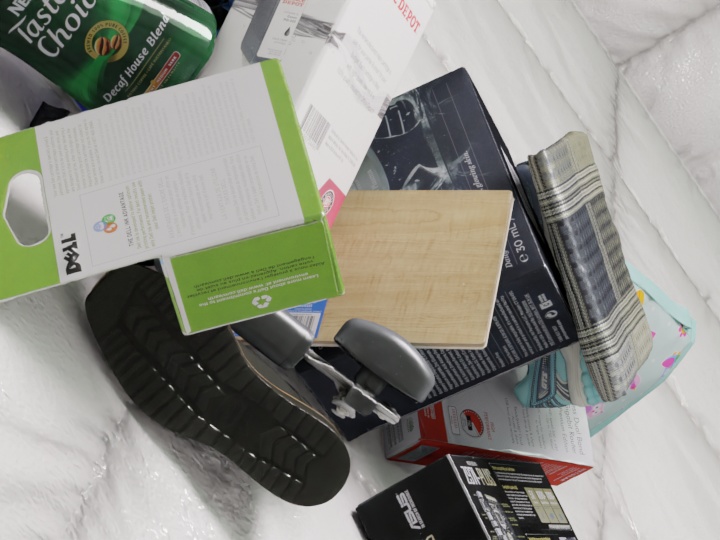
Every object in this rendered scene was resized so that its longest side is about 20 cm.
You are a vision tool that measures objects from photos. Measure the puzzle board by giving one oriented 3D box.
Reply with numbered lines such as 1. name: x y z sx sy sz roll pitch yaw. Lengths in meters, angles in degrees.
1. puzzle board: 0.000 0.000 1.517 0.017 0.200 0.151 76 20 -43

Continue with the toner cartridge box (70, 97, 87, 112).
1. toner cartridge box: -0.161 -0.119 1.559 0.200 0.043 0.095 56 17 -7

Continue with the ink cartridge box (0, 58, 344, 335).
1. ink cartridge box: -0.126 -0.034 1.326 0.076 0.200 0.148 76 -2 -47

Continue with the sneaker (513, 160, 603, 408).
1. sneaker: 0.136 0.013 1.703 0.078 0.086 0.200 18 59 -72

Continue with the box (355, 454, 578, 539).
1. box: 0.101 0.229 1.611 0.164 0.086 0.200 64 18 16

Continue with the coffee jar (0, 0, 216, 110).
1. coffee jar: -0.198 -0.176 1.409 0.200 0.104 0.085 30 16 -31

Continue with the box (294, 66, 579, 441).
1. box: 0.035 -0.012 1.624 0.124 0.196 0.200 55 13 -54

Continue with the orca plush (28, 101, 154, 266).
1. orca plush: -0.137 -0.039 1.451 0.200 0.071 0.105 29 -9 -19

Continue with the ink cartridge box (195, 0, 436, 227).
1. ink cartridge box: -0.037 -0.138 1.491 0.085 0.200 0.146 24 -8 21

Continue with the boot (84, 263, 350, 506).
1. boot: -0.099 0.068 1.412 0.200 0.077 0.138 46 1 -12

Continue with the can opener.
1. can opener: -0.046 0.036 1.436 0.200 0.067 0.053 34 -6 -10

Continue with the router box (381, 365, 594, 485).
1. router box: 0.093 0.063 1.748 0.179 0.049 0.200 11 59 -35

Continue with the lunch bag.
1. lunch bag: 0.180 0.062 1.913 0.170 0.200 0.122 37 27 -46

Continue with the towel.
1. towel: 0.171 -0.007 1.633 0.200 0.034 0.193 -27 99 -74

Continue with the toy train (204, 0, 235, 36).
1. toy train: -0.079 -0.218 1.564 0.087 0.114 0.200 33 47 15
